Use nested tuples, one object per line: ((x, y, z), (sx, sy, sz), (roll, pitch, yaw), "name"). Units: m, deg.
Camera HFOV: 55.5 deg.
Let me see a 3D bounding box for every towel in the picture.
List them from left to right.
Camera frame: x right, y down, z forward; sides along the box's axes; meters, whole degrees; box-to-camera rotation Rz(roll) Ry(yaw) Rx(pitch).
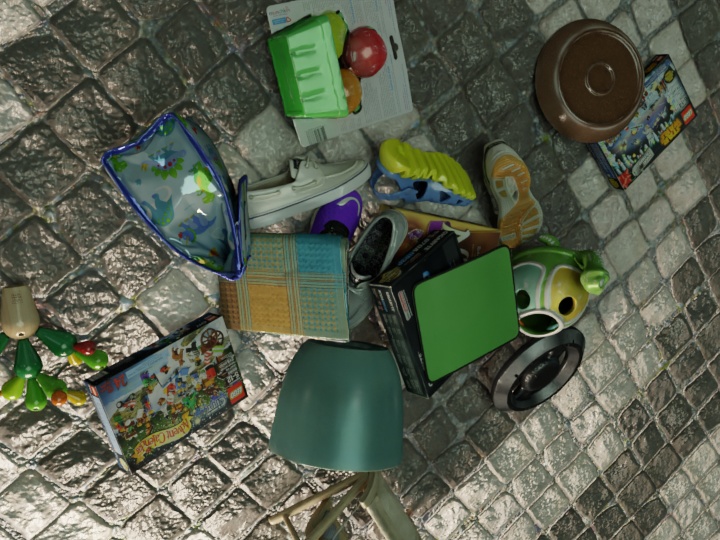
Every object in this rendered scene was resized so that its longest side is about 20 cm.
((-0.107, 0.020, 0.945), (0.199, 0.022, 0.147), (3, 103, 20), "towel")

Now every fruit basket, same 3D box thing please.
((-0.024, -0.287, 0.948), (0.200, 0.094, 0.186), (-27, 115, -32), "fruit basket")

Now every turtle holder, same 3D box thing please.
((0.317, 0.035, 1.112), (0.141, 0.185, 0.132), (58, 40, -41), "turtle holder")

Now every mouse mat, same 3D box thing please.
((0.162, 0.063, 1.019), (0.200, 0.008, 0.161), (-21, 111, -29), "mouse mat")

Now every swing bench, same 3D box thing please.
((-0.007, 0.438, 1.118), (0.200, 0.130, 0.199), (-34, 115, -12), "swing bench")

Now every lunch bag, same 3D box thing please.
((-0.199, -0.085, 0.839), (0.127, 0.170, 0.200), (-32, 102, 0), "lunch bag")

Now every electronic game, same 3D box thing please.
((0.314, 0.176, 1.205), (0.200, 0.042, 0.200), (-19, 136, -20), "electronic game")

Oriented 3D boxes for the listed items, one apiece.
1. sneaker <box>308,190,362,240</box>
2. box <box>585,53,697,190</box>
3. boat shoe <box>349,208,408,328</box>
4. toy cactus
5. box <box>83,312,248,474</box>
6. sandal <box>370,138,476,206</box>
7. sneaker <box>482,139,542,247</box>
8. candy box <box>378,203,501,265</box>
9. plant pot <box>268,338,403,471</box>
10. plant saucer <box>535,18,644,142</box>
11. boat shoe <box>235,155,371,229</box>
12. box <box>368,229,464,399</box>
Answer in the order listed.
((-0.047, -0.024, 0.987), (0.069, 0.099, 0.200), (32, 91, -30), "sneaker")
((0.486, -0.258, 1.193), (0.200, 0.040, 0.137), (-45, 117, -6), "box")
((0.001, 0.000, 0.999), (0.070, 0.071, 0.201), (31, 104, 14), "boat shoe")
((-0.431, 0.102, 0.868), (0.199, 0.102, 0.166), (-7, 97, -13), "toy cactus")
((-0.259, 0.163, 0.941), (0.200, 0.038, 0.137), (-31, 116, -38), "box")
((0.091, -0.136, 1.044), (0.200, 0.080, 0.087), (15, 135, -33), "sandal")
((0.243, -0.126, 1.106), (0.075, 0.088, 0.200), (-17, 135, 3), "sneaker")
((0.117, -0.030, 1.085), (0.200, 0.056, 0.117), (8, 101, -27), "candy box")
((-0.027, 0.186, 1.008), (0.200, 0.200, 0.161), (7, 91, -25), "plant pot")
((0.382, -0.310, 1.112), (0.200, 0.034, 0.201), (-1, 94, -13), "plant saucer")
((-0.081, -0.127, 0.966), (0.200, 0.071, 0.070), (-23, 115, -10), "boat shoe")
((0.106, 0.063, 1.021), (0.159, 0.046, 0.200), (-38, 120, -34), "box")
